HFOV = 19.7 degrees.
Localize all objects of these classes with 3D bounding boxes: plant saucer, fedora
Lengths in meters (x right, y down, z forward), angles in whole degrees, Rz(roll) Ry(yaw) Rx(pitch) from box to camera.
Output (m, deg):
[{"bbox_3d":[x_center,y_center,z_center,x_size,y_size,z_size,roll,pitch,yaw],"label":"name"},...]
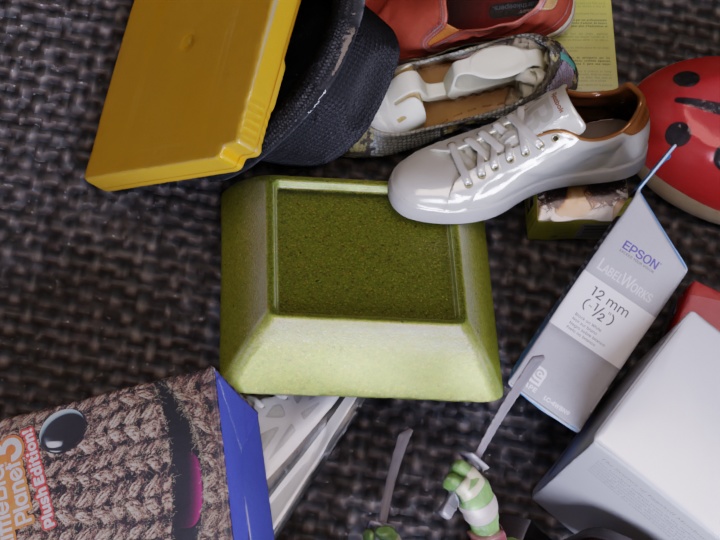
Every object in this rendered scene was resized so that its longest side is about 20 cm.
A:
[{"bbox_3d":[0.000,0.000,1.485,0.199,0.048,0.200,2,47,-6],"label":"plant saucer"},{"bbox_3d":[-0.040,-0.141,1.518,0.091,0.200,0.201,27,69,-34],"label":"fedora"}]

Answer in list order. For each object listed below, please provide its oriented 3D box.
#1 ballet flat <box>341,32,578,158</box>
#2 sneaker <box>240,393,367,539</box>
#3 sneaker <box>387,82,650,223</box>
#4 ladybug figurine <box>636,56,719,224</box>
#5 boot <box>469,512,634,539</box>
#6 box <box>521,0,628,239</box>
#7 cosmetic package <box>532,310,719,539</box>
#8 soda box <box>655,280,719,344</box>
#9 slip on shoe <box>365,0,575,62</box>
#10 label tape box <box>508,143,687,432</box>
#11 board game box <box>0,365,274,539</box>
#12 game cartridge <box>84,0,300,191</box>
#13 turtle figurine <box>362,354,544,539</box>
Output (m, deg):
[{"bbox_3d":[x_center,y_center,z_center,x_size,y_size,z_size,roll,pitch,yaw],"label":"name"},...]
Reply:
[{"bbox_3d":[0.060,-0.136,1.537,0.200,0.072,0.072,-13,75,8],"label":"ballet flat"},{"bbox_3d":[-0.066,0.095,1.478,0.115,0.076,0.201,33,75,1],"label":"sneaker"},{"bbox_3d":[0.113,-0.096,1.495,0.199,0.085,0.073,-16,54,-12],"label":"sneaker"},{"bbox_3d":[0.294,-0.103,1.582,0.199,0.072,0.136,9,73,-4],"label":"ladybug figurine"},{"bbox_3d":[0.122,0.272,1.412,0.188,0.068,0.200,8,67,34],"label":"boot"},{"bbox_3d":[0.159,-0.126,1.584,0.075,0.050,0.201,-2,73,-7],"label":"box"},{"bbox_3d":[0.248,0.155,1.434,0.199,0.200,0.123,39,73,4],"label":"cosmetic package"},{"bbox_3d":[0.317,0.085,1.535,0.200,0.063,0.070,24,72,1],"label":"soda box"},{"bbox_3d":[0.060,-0.198,1.565,0.199,0.061,0.074,-5,75,17],"label":"slip on shoe"},{"bbox_3d":[0.185,0.011,1.467,0.066,0.143,0.200,36,94,4],"label":"label tape box"},{"bbox_3d":[-0.166,0.173,1.384,0.199,0.097,0.160,-15,63,11],"label":"board game box"},{"bbox_3d":[-0.115,-0.159,1.509,0.032,0.176,0.201,27,68,-39],"label":"game cartridge"},{"bbox_3d":[0.026,0.171,1.364,0.194,0.144,0.201,-16,100,-42],"label":"turtle figurine"}]
